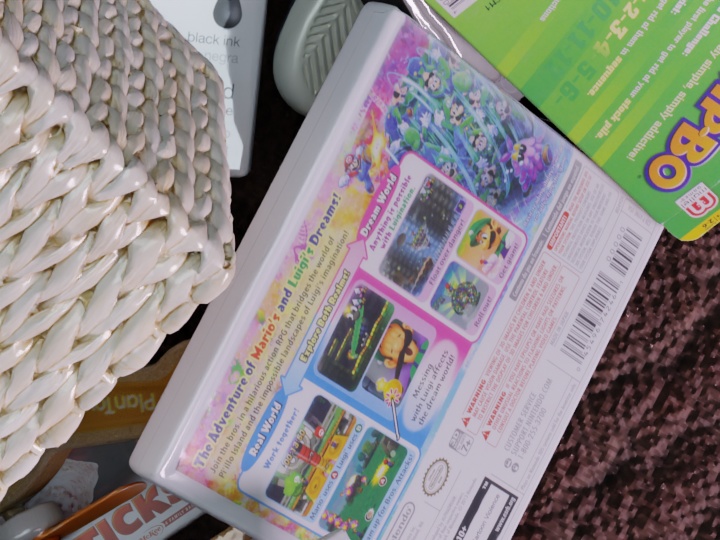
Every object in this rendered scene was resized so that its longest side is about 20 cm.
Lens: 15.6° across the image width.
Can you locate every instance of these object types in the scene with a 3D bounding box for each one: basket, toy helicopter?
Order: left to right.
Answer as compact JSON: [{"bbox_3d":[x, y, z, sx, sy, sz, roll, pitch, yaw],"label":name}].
[{"bbox_3d":[-0.159,-0.027,0.908,0.198,0.200,0.161,-43,110,14],"label":"basket"},{"bbox_3d":[-0.124,0.065,1.055,0.199,0.079,0.133,-6,90,31],"label":"toy helicopter"}]

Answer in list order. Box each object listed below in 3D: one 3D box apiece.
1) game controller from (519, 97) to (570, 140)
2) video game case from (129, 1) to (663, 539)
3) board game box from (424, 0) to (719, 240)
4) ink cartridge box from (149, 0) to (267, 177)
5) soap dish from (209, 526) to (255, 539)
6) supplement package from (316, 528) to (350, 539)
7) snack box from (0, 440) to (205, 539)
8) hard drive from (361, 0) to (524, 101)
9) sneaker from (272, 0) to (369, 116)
[{"bbox_3d":[0.135,-0.089,1.113,0.199,0.042,0.105,15,53,0],"label":"game controller"},{"bbox_3d":[0.021,0.025,1.029,0.182,0.024,0.201,34,80,-39],"label":"video game case"},{"bbox_3d":[0.104,-0.096,1.022,0.095,0.030,0.200,-38,122,18],"label":"board game box"},{"bbox_3d":[-0.107,-0.145,1.039,0.146,0.086,0.201,5,98,-6],"label":"ink cartridge box"},{"bbox_3d":[-0.031,0.210,1.088,0.157,0.081,0.200,-33,88,-3],"label":"soap dish"},{"bbox_3d":[-0.071,0.201,0.964,0.200,0.109,0.114,-35,85,27],"label":"supplement package"},{"bbox_3d":[-0.158,0.123,1.117,0.200,0.024,0.072,-34,87,-3],"label":"snack box"},{"bbox_3d":[0.040,-0.172,1.032,0.140,0.038,0.200,-45,123,-20],"label":"hard drive"},{"bbox_3d":[0.018,-0.147,1.099,0.200,0.084,0.075,-53,126,-15],"label":"sneaker"}]
